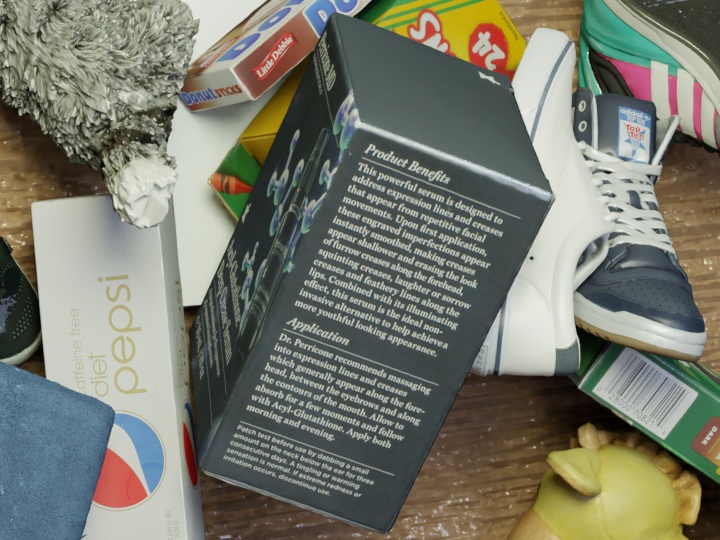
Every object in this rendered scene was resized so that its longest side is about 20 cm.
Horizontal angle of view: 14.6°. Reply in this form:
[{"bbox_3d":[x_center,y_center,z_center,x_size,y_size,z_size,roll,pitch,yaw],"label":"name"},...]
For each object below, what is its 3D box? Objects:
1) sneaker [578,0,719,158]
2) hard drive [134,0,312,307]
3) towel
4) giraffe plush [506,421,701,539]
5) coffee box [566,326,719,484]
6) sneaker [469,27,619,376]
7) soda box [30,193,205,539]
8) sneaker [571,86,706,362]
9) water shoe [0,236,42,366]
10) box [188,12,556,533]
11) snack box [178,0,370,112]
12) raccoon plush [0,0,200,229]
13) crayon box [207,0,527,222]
[{"bbox_3d":[0.195,-0.091,1.600,0.083,0.121,0.200,-36,75,-26],"label":"sneaker"},{"bbox_3d":[-0.072,-0.083,1.504,0.131,0.027,0.202,-6,90,-30],"label":"hard drive"},{"bbox_3d":[-0.195,0.142,1.331,0.111,0.048,0.201,26,75,-27],"label":"towel"},{"bbox_3d":[0.148,0.170,1.554,0.199,0.173,0.163,-36,83,-15],"label":"giraffe plush"},{"bbox_3d":[0.186,0.079,1.584,0.199,0.123,0.044,33,97,-25],"label":"coffee box"},{"bbox_3d":[0.098,-0.031,1.452,0.070,0.073,0.201,11,66,2],"label":"sneaker"},{"bbox_3d":[-0.123,0.062,1.432,0.068,0.064,0.202,-5,90,4],"label":"soda box"},{"bbox_3d":[0.143,-0.030,1.503,0.070,0.200,0.109,15,105,-22],"label":"sneaker"},{"bbox_3d":[-0.224,-0.026,1.384,0.200,0.079,0.072,48,67,-18],"label":"water shoe"},{"bbox_3d":[0.000,0.000,1.394,0.106,0.149,0.201,20,111,-14],"label":"box"},{"bbox_3d":[-0.011,-0.153,1.486,0.200,0.072,0.024,-43,109,-25],"label":"snack box"},{"bbox_3d":[-0.153,-0.106,1.373,0.133,0.200,0.097,22,101,-17],"label":"raccoon plush"},{"bbox_3d":[0.018,-0.070,1.516,0.127,0.051,0.200,52,57,-25],"label":"crayon box"}]
